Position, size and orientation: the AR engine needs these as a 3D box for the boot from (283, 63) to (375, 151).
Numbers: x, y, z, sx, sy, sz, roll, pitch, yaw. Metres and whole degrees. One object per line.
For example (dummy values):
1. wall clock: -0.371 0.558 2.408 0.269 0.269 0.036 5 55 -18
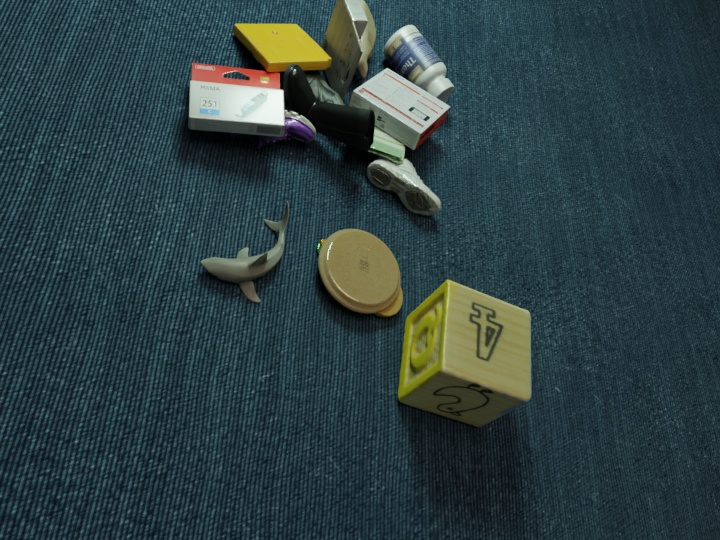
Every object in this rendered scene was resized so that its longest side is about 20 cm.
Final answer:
1. boot: -0.064 -0.355 1.389 0.196 0.166 0.066 23 63 21

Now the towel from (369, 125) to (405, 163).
1. towel: 0.044 -0.342 1.533 0.149 0.024 0.203 20 45 -5

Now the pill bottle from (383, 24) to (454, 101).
1. pill bottle: 0.156 -0.530 1.674 0.110 0.111 0.202 -29 78 -35

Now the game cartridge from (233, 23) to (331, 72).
1. game cartridge: -0.183 -0.526 1.504 0.173 0.033 0.201 -13 49 -31

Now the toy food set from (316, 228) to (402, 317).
1. toy food set: 0.000 0.000 1.343 0.195 0.049 0.203 4 62 -25

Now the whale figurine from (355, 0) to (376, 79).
1. whale figurine: -0.021 -0.586 1.621 0.101 0.159 0.205 -6 70 19

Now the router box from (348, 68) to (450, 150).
1. router box: 0.097 -0.398 1.554 0.198 0.049 0.180 34 45 11

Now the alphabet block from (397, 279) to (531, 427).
1. alphabet block: 0.206 0.170 1.266 0.196 0.196 0.200 19 54 -15

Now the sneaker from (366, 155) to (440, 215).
1. sneaker: 0.116 -0.214 1.504 0.198 0.078 0.100 36 50 -6

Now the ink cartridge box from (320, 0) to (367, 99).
1. ink cartridge box: -0.033 -0.514 1.502 0.044 0.200 0.180 -9 69 -24

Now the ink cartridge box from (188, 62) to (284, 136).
1. ink cartridge box: -0.260 -0.373 1.344 0.195 0.045 0.180 2 64 -15

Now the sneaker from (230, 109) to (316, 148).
1. sneaker: -0.196 -0.304 1.407 0.195 0.081 0.086 6 74 -13

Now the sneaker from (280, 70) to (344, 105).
1. sneaker: -0.117 -0.401 1.488 0.113 0.076 0.201 -28 75 -33

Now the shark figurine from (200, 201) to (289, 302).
1. shark figurine: -0.189 -0.033 1.242 0.129 0.090 0.214 48 55 3
